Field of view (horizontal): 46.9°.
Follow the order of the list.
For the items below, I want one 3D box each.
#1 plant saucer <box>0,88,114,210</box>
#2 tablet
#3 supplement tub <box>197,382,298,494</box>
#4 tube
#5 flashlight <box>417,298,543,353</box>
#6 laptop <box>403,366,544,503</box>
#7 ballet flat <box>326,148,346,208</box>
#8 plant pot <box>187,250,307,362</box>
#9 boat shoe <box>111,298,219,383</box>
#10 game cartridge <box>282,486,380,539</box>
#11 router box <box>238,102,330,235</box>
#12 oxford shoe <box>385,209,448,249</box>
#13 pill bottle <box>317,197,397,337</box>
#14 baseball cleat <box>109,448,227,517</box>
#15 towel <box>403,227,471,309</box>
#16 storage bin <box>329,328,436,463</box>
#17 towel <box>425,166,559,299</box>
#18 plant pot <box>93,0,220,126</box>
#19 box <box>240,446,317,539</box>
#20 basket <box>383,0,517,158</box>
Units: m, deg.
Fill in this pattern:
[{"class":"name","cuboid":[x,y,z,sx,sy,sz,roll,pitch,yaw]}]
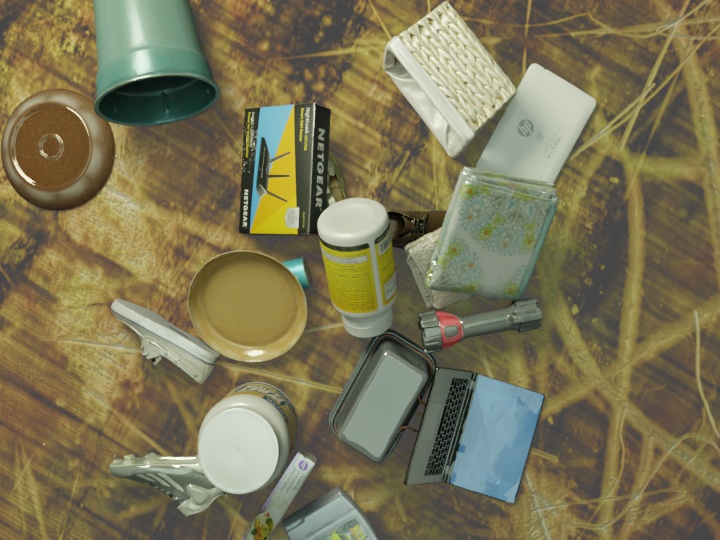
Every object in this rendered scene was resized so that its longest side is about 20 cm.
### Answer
[{"class":"plant saucer","cuboid":[-0.511,-0.204,1.385,0.195,0.037,0.206,0,91,2]},{"class":"tablet","cuboid":[0.291,-0.224,1.378,0.128,0.014,0.203,29,91,1]},{"class":"supplement tub","cuboid":[-0.174,0.260,1.299,0.140,0.200,0.149,0,91,1]},{"class":"tube","cuboid":[-0.179,0.030,1.376,0.195,0.050,0.079,-16,95,5]},{"class":"flashlight","cuboid":[0.194,0.086,1.361,0.195,0.069,0.069,-11,52,-3]},{"class":"laptop","cuboid":[0.186,0.269,1.337,0.114,0.198,0.192,16,90,35]},{"class":"ballet flat","cuboid":[-0.054,-0.128,1.360,0.069,0.071,0.205,-19,90,1]},{"class":"plant pot","cuboid":[-0.181,0.055,1.352,0.194,0.028,0.205,1,116,3]},{"class":"boat shoe","cuboid":[-0.331,0.120,1.370,0.197,0.071,0.071,30,92,-4]},{"class":"game cartridge","cuboid":[-0.028,0.472,1.381,0.131,0.041,0.203,-30,90,-3]},{"class":"router box","cuboid":[-0.123,-0.159,1.336,0.146,0.051,0.206,2,89,33]},{"class":"oxford shoe","cuboid":[0.090,-0.063,1.350,0.194,0.084,0.075,-1,89,0]},{"class":"pill bottle","cuboid":[0.000,0.000,1.303,0.109,0.113,0.204,-8,124,1]},{"class":"baseball cleat","cuboid":[-0.316,0.353,1.369,0.194,0.070,0.110,-2,90,2]},{"class":"towel","cuboid":[0.174,-0.026,1.340,0.197,0.035,0.134,-28,123,0]},{"class":"storage bin","cuboid":[0.043,0.213,1.328,0.144,0.134,0.203,30,92,1]},{"class":"towel","cuboid":[0.204,-0.053,1.291,0.167,0.048,0.204,9,114,-18]},{"class":"plant pot","cuboid":[-0.334,-0.360,1.311,0.195,0.200,0.201,-11,83,1]},{"class":"box","cuboid":[-0.141,0.390,1.380,0.038,0.041,0.202,32,90,0]},{"class":"basket","cuboid":[0.142,-0.302,1.323,0.123,0.136,0.201,-38,89,-3]}]
